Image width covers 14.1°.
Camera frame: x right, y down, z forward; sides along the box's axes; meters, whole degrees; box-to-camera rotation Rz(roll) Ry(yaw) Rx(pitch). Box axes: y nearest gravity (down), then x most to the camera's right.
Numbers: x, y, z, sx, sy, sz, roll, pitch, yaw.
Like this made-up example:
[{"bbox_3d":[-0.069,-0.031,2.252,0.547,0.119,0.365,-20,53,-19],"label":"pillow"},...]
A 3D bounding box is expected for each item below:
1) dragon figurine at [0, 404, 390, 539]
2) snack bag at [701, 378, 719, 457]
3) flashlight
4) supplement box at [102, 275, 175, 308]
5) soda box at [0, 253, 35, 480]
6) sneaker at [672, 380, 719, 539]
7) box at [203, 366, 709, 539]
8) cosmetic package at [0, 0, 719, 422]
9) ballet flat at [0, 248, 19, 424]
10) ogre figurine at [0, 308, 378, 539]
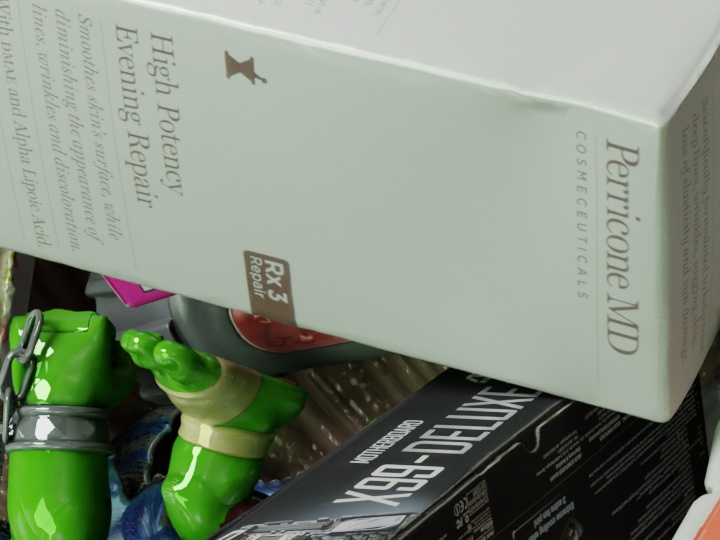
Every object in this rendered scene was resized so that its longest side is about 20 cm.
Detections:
[{"bbox_3d":[-0.077,0.080,0.974,0.200,0.059,0.100,-46,71,37],"label":"dragon figurine"},{"bbox_3d":[0.128,0.155,0.852,0.200,0.021,0.189,45,124,22],"label":"snack bag"},{"bbox_3d":[0.000,0.000,0.890,0.199,0.068,0.068,-10,95,39],"label":"flashlight"},{"bbox_3d":[-0.005,-0.075,0.836,0.199,0.101,0.104,-14,120,40],"label":"supplement box"},{"bbox_3d":[-0.145,-0.030,0.967,0.064,0.068,0.201,22,104,60],"label":"soda box"},{"bbox_3d":[0.121,0.081,0.714,0.082,0.077,0.201,5,71,26],"label":"sneaker"},{"bbox_3d":[0.034,0.112,0.742,0.050,0.200,0.158,1,109,31],"label":"box"},{"bbox_3d":[-0.003,-0.041,0.738,0.199,0.074,0.102,15,136,22],"label":"cosmetic package"},{"bbox_3d":[-0.137,0.007,0.906,0.064,0.075,0.201,21,109,59],"label":"ballet flat"},{"bbox_3d":[-0.026,0.095,0.876,0.199,0.098,0.120,19,87,-7],"label":"ogre figurine"}]
